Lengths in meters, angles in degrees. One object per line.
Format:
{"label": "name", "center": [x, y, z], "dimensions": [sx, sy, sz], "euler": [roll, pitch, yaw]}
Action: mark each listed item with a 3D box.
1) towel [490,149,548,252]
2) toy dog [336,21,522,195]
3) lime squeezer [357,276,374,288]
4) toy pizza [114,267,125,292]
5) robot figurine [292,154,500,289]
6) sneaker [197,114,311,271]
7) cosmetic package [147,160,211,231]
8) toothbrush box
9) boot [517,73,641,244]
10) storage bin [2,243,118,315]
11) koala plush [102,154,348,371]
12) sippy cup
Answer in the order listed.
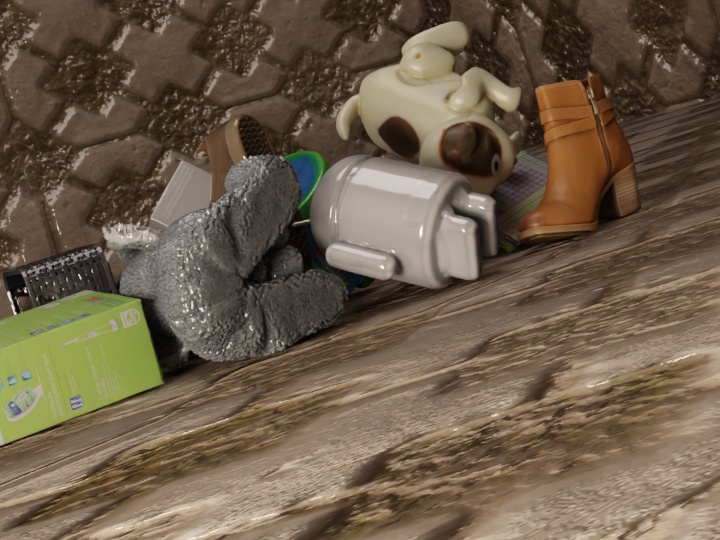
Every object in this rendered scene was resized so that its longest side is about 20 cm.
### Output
{"label": "towel", "center": [0.145, -0.090, 1.671], "dimensions": [0.143, 0.023, 0.200], "euler": [-33, 44, -31]}
{"label": "toy dog", "center": [0.089, -0.154, 1.627], "dimensions": [0.193, 0.140, 0.200], "euler": [-10, 43, -24]}
{"label": "lime squeezer", "center": [0.000, 0.000, 1.707], "dimensions": [0.070, 0.038, 0.200], "euler": [-20, 5, -36]}
{"label": "toy pizza", "center": [-0.205, 0.005, 1.766], "dimensions": [0.200, 0.032, 0.200], "euler": [-32, -19, -12]}
{"label": "robot figurine", "center": [0.035, -0.049, 1.467], "dimensions": [0.199, 0.113, 0.170], "euler": [12, 37, 27]}
{"label": "sneaker", "center": [-0.108, -0.052, 1.517], "dimensions": [0.075, 0.201, 0.070], "euler": [-24, -14, 38]}
{"label": "cosmetic package", "center": [-0.227, -0.031, 1.890], "dimensions": [0.200, 0.090, 0.107], "euler": [116, 177, -51]}
{"label": "toothbrush box", "center": [-0.303, 0.090, 1.380], "dimensions": [0.199, 0.087, 0.145], "euler": [-19, 12, -29]}
{"label": "boot", "center": [0.213, -0.117, 1.564], "dimensions": [0.199, 0.156, 0.076], "euler": [-21, 7, -39]}
{"label": "storage bin", "center": [-0.328, 0.050, 1.699], "dimensions": [0.093, 0.136, 0.200], "euler": [-19, 5, -20]}
{"label": "koala plush", "center": [-0.154, 0.009, 1.408], "dimensions": [0.199, 0.178, 0.184], "euler": [-7, 20, 45]}
{"label": "sippy cup", "center": [-0.058, -0.035, 1.623], "dimensions": [0.139, 0.130, 0.178], "euler": [-12, 39, 40]}
